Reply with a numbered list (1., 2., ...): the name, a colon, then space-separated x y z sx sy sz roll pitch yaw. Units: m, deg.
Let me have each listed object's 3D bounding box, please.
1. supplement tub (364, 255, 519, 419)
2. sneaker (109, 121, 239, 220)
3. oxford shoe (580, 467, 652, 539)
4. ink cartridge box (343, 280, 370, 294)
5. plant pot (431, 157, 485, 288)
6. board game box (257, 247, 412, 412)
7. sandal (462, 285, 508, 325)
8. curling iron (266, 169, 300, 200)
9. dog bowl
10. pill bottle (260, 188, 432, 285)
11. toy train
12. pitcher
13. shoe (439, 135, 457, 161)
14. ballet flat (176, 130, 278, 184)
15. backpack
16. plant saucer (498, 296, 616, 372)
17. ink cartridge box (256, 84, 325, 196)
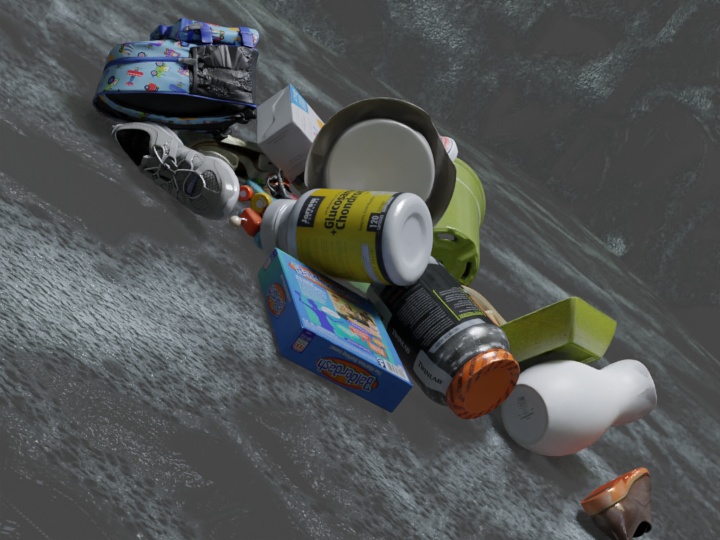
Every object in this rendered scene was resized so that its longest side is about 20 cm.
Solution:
1. supplement tub: 0.100 0.082 1.396 0.122 0.123 0.200 21 22 -47
2. sneaker: -0.231 -0.120 1.377 0.200 0.075 0.082 32 17 31
3. oxford shoe: 0.331 0.298 1.415 0.200 0.071 0.073 -3 62 -62
4. ink cartridge box: 0.000 0.000 1.571 0.145 0.048 0.200 31 0 -22
5. plant pot: 0.106 -0.054 1.710 0.200 0.200 0.190 32 21 -19
6. board game box: -0.033 0.065 1.291 0.152 0.045 0.200 30 16 -24
7. sandal: 0.182 0.093 1.646 0.212 0.078 0.070 36 8 -25
8. curling iron: -0.061 -0.082 1.521 0.200 0.026 0.050 33 31 -50
9. dog bowl: 0.023 -0.129 1.481 0.200 0.200 0.059 33 10 -14
10. pill bottle: -0.020 -0.043 1.390 0.200 0.112 0.112 5 -3 31
11. toy train: -0.127 -0.090 1.530 0.150 0.056 0.200 25 19 -39
12. pitcher: 0.266 0.185 1.491 0.200 0.172 0.122 -5 66 -40
13. shoe: 0.028 -0.151 1.537 0.072 0.200 0.091 -101 164 -52
14. ballet flat: -0.174 -0.154 1.623 0.200 0.068 0.062 16 34 -32
15. backpack: -0.246 -0.251 1.477 0.199 0.135 0.183 2 -3 -19
16. plant saucer: 0.233 0.110 1.510 0.200 0.199 0.048 24 46 -59
17. ink cartridge box: -0.064 -0.156 1.630 0.200 0.068 0.115 48 19 -31
